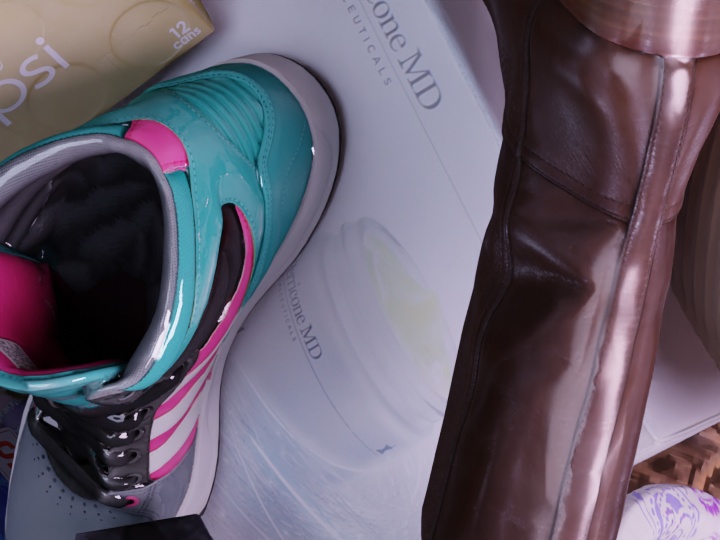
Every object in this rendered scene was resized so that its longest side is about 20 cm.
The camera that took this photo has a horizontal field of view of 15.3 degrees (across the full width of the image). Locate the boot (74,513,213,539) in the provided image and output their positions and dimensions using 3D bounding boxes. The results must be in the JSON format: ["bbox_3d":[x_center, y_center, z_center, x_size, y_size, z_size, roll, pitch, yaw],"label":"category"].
[{"bbox_3d":[-0.057,0.191,0.858,0.165,0.065,0.200,58,149,23],"label":"boot"}]

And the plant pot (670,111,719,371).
[{"bbox_3d":[0.141,-0.036,0.765,0.092,0.201,0.202,17,105,23],"label":"plant pot"}]

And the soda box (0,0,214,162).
[{"bbox_3d":[-0.148,-0.055,0.849,0.200,0.068,0.064,-35,45,11],"label":"soda box"}]

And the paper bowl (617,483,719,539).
[{"bbox_3d":[0.083,0.174,0.829,0.104,0.200,0.201,-21,86,30],"label":"paper bowl"}]

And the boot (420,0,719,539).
[{"bbox_3d":[0.044,-0.009,0.758,0.064,0.186,0.201,4,109,-11],"label":"boot"}]

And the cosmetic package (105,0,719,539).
[{"bbox_3d":[0.000,0.000,0.899,0.200,0.123,0.200,-31,82,28],"label":"cosmetic package"}]

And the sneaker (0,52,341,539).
[{"bbox_3d":[-0.084,0.030,0.809,0.083,0.121,0.201,32,112,22],"label":"sneaker"}]

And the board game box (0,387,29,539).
[{"bbox_3d":[-0.170,0.040,0.955,0.200,0.200,0.041,45,115,16],"label":"board game box"}]
